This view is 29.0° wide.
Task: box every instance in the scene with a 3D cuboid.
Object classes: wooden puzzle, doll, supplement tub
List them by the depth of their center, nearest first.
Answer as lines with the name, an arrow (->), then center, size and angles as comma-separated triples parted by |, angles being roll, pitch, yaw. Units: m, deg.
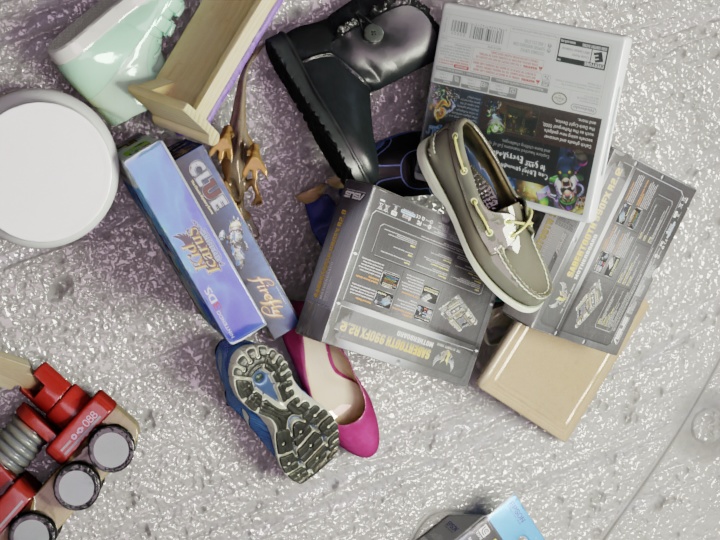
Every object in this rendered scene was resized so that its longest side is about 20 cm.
supplement tub -> -0.303, -0.098, 1.305 | 0.145, 0.200, 0.146 | -2, 98, -15
doll -> 0.000, 0.000, 1.462 | 0.136, 0.048, 0.201 | -24, 92, 20
wooden puzzle -> 0.221, 0.077, 1.527 | 0.200, 0.037, 0.186 | 34, 87, -45

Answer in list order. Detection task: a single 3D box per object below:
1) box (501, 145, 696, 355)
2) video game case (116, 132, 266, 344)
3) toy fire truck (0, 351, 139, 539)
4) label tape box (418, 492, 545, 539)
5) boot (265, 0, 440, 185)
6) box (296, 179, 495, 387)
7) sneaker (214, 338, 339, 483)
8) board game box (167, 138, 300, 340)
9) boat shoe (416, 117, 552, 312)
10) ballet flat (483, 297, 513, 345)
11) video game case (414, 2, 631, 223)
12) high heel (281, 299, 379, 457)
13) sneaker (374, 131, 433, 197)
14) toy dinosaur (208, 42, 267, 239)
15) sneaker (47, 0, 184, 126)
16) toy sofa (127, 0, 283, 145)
box -> 0.248, -0.022, 1.441 | 0.158, 0.048, 0.201 | 17, 100, -43
video game case -> -0.174, -0.035, 1.360 | 0.045, 0.181, 0.201 | -30, 104, -8
toy fire truck -> -0.342, 0.165, 1.381 | 0.200, 0.129, 0.176 | 43, 85, -5
label tape box -> 0.120, 0.356, 1.556 | 0.200, 0.066, 0.144 | -37, 106, -11
boot -> 0.018, -0.194, 1.419 | 0.168, 0.076, 0.201 | -27, 72, -9
box -> 0.047, 0.016, 1.389 | 0.199, 0.048, 0.159 | 19, 89, -37
sneaker -> -0.090, 0.140, 1.464 | 0.078, 0.089, 0.201 | -37, 124, -15
board game box -> -0.134, -0.034, 1.395 | 0.035, 0.135, 0.201 | -30, 105, -10
boat shoe -> 0.130, -0.054, 1.357 | 0.072, 0.060, 0.202 | -28, 85, -46
ballet flat -> 0.125, 0.056, 1.517 | 0.199, 0.067, 0.063 | -6, 107, -14
video game case -> 0.157, -0.158, 1.380 | 0.199, 0.023, 0.183 | 17, 104, 28
high heel -> -0.026, 0.119, 1.465 | 0.067, 0.096, 0.201 | -26, 103, -11
sneaker -> 0.094, -0.117, 1.477 | 0.199, 0.078, 0.071 | -12, 100, -14
toy dinosaur -> -0.126, -0.130, 1.409 | 0.060, 0.106, 0.201 | 2, 100, -8
sneaker -> -0.204, -0.232, 1.390 | 0.200, 0.074, 0.118 | -42, 121, -15
toy sofa -> -0.130, -0.222, 1.363 | 0.201, 0.083, 0.098 | -61, 147, -12
